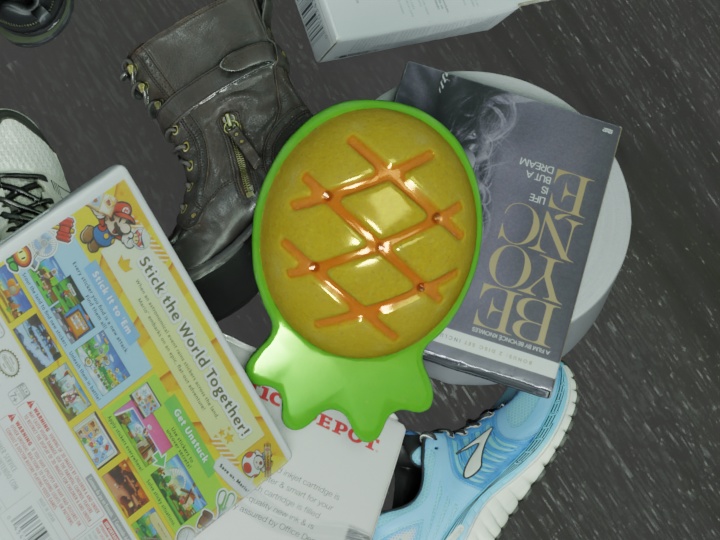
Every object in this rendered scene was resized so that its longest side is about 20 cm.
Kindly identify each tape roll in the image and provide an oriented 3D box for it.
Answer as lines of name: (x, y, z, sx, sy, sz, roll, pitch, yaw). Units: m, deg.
tape roll: (0.073, -0.029, 1.373, 0.198, 0.066, 0.202, 3, 62, -5)

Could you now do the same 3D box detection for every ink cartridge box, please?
ink cartridge box: (-0.074, 0.160, 1.259, 0.146, 0.083, 0.201, 26, 64, -14)
ink cartridge box: (0.027, -0.257, 1.481, 0.199, 0.041, 0.201, -13, 78, -28)

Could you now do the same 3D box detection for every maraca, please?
maraca: (0.000, 0.000, 1.237, 0.136, 0.107, 0.202, 10, 97, -5)

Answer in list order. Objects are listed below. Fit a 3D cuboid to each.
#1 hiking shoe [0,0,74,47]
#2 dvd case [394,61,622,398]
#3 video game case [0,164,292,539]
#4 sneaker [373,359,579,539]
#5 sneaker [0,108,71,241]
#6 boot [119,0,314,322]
hiking shoe: (-0.253, -0.227, 1.299, 0.200, 0.101, 0.076, 43, 84, -5)
dvd case: (0.073, -0.030, 1.327, 0.148, 0.016, 0.201, 17, 62, 2)
video game case: (-0.153, 0.073, 1.166, 0.182, 0.023, 0.201, -37, 105, -29)
sneaker: (0.068, 0.118, 1.345, 0.090, 0.078, 0.200, 38, 58, 1)
sneaker: (-0.194, -0.012, 1.265, 0.075, 0.088, 0.202, -4, 72, -24)
boot: (-0.104, -0.071, 1.336, 0.199, 0.069, 0.175, -35, 66, -2)
